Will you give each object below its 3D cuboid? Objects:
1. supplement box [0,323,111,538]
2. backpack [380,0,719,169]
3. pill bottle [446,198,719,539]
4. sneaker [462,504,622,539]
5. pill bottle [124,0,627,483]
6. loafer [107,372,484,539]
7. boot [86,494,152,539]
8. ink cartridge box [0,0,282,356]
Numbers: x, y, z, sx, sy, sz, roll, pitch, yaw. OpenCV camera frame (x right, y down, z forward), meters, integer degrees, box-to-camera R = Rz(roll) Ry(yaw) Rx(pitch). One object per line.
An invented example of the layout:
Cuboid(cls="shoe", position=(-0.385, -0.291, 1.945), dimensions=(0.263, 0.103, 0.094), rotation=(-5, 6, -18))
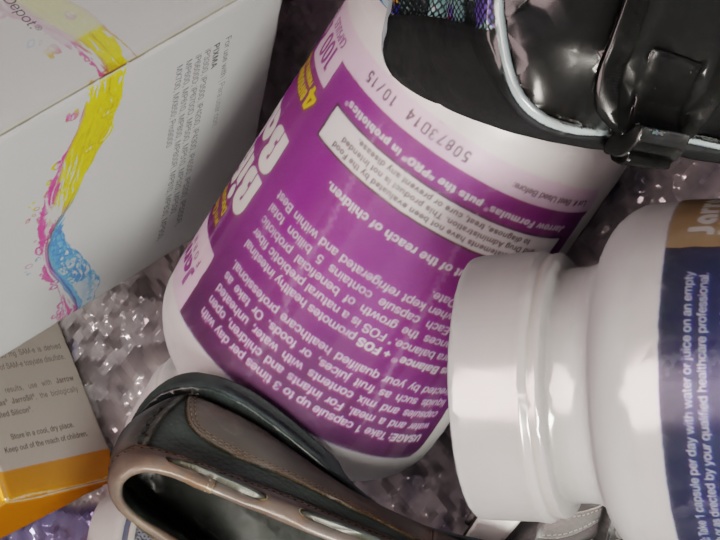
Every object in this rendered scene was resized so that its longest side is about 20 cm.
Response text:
Cuboid(cls="supplement box", position=(-0.195, 0.018, 1.114), dimensions=(0.126, 0.073, 0.201), rotation=(-28, 80, 33))
Cuboid(cls="backpack", position=(0.100, -0.139, 0.841), dimensions=(0.150, 0.177, 0.201), rotation=(30, 112, 60))
Cuboid(cls="pill bottle", position=(0.132, 0.033, 0.835), dimensions=(0.199, 0.111, 0.111), rotation=(-2, 94, 16))
Cuboid(cls="sneaker", position=(0.082, 0.102, 0.942), dimensions=(0.087, 0.076, 0.200), rotation=(38, 114, 19))
Cuboid(cls="pill bottle", position=(0.000, 0.000, 0.960), dimensions=(0.112, 0.112, 0.200), rotation=(44, 116, 22))
Cuboid(cls="loafer", position=(0.002, 0.110, 0.903), dimensions=(0.200, 0.063, 0.072), rotation=(33, 112, 3))
Cuboid(cls="boot", position=(-0.034, 0.172, 1.034), dimensions=(0.090, 0.073, 0.201), rotation=(-13, 96, 27))
Cuboid(cls="ink cartridge box", position=(-0.149, -0.064, 0.979), dimensions=(0.145, 0.200, 0.145), rotation=(45, 149, 21))
